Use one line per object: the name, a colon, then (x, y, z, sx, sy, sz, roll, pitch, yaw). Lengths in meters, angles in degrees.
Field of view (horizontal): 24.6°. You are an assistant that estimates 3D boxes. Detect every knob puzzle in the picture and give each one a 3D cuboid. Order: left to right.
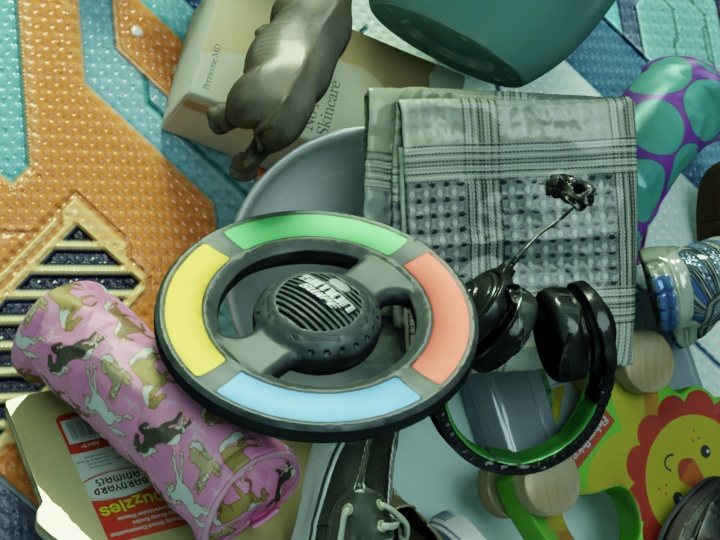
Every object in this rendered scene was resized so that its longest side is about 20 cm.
knob puzzle: (-0.113, 0.146, 1.057, 0.219, 0.030, 0.220, 9, 42, -8)

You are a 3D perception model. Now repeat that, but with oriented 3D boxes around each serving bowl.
serving bowl: (0.000, 0.000, 1.147, 0.200, 0.066, 0.200, -1, 95, -13)

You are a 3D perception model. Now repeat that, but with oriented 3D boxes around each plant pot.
plant pot: (0.096, -0.229, 1.175, 0.200, 0.201, 0.161, 29, 86, -14)

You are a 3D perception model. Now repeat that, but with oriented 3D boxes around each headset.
headset: (0.114, 0.037, 1.063, 0.123, 0.094, 0.200, 9, 97, -15)

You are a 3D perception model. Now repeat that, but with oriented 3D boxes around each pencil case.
pencil case: (-0.130, 0.087, 1.028, 0.200, 0.087, 0.083, 38, 25, 24)
pencil case: (0.218, -0.081, 1.294, 0.092, 0.085, 0.200, 35, 61, 7)

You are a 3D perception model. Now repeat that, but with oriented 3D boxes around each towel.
towel: (0.095, -0.027, 1.116, 0.200, 0.035, 0.193, 0, 94, -12)

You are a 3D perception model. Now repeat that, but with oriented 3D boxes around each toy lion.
toy lion: (0.206, 0.154, 1.189, 0.192, 0.069, 0.200, 51, 60, -11)

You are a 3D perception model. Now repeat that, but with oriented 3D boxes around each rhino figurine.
rhino figurine: (-0.038, -0.158, 1.115, 0.060, 0.087, 0.200, 32, 65, -14)

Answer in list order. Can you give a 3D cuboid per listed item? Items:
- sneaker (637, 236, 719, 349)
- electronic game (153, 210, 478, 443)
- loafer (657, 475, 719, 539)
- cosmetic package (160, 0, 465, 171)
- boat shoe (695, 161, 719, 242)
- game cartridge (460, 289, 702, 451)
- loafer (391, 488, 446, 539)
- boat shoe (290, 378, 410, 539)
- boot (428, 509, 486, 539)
sneaker: (0.261, 0.012, 1.208, 0.085, 0.200, 0.077, -15, 86, 15)
electronic game: (-0.027, 0.030, 1.013, 0.200, 0.042, 0.200, 3, 40, -3)
loafer: (0.230, 0.225, 1.125, 0.072, 0.063, 0.200, 47, 60, -18)
cosmetic package: (-0.033, -0.123, 1.199, 0.200, 0.071, 0.105, 19, 66, -18)
boat shoe: (0.331, 0.004, 1.329, 0.065, 0.072, 0.200, -14, 82, -37)
game cartridge: (0.172, 0.092, 1.243, 0.200, 0.040, 0.134, -12, 82, -28)
loafer: (0.006, 0.173, 1.087, 0.200, 0.067, 0.076, 30, 61, 15)
boat shoe: (-0.002, 0.165, 1.014, 0.071, 0.064, 0.200, 40, 62, -54)
boot: (0.089, 0.268, 1.131, 0.090, 0.073, 0.200, -38, 83, -23)
